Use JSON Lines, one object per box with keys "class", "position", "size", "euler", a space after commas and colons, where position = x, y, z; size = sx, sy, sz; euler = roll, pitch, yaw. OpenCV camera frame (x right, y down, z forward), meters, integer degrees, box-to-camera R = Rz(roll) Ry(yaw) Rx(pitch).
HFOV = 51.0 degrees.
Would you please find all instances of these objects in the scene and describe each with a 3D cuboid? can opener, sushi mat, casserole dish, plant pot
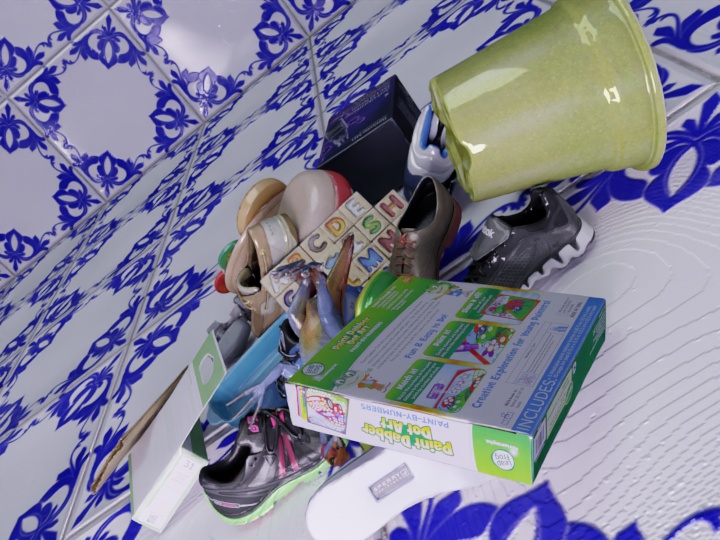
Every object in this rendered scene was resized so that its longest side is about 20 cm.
{"class": "can opener", "position": [-0.153, 0.059, 1.119], "size": [0.066, 0.054, 0.200], "euler": [30, 69, 30]}
{"class": "sushi mat", "position": [-0.286, 0.205, 0.997], "size": [0.096, 0.012, 0.200], "euler": [-54, 2, 23]}
{"class": "casserole dish", "position": [-0.108, 0.122, 0.940], "size": [0.200, 0.039, 0.121], "euler": [-47, 25, -15]}
{"class": "plant pot", "position": [0.173, -0.161, 0.756], "size": [0.182, 0.203, 0.201], "euler": [-22, 26, 3]}

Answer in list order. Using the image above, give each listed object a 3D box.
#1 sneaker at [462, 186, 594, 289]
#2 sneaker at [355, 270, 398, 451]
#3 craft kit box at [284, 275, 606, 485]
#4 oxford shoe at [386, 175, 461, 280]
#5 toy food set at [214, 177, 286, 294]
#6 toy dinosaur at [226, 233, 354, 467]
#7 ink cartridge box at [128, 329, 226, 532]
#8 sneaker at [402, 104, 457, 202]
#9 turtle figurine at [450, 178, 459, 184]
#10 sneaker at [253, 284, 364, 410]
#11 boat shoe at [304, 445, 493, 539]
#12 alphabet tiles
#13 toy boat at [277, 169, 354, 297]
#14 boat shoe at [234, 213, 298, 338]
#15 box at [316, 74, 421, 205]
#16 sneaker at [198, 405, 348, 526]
{"class": "sneaker", "position": [0.133, -0.006, 0.737], "size": [0.200, 0.091, 0.066], "euler": [-42, 25, -3]}
{"class": "sneaker", "position": [0.037, 0.089, 0.737], "size": [0.082, 0.074, 0.203], "euler": [-11, 52, 13]}
{"class": "craft kit box", "position": [0.074, 0.071, 0.600], "size": [0.195, 0.049, 0.200], "euler": [9, 29, 30]}
{"class": "oxford shoe", "position": [0.052, -0.011, 0.839], "size": [0.069, 0.075, 0.203], "euler": [5, 66, 31]}
{"class": "toy food set", "position": [-0.147, -0.047, 1.148], "size": [0.200, 0.048, 0.200], "euler": [-59, -14, 14]}
{"class": "toy dinosaur", "position": [-0.026, 0.081, 0.716], "size": [0.199, 0.184, 0.104], "euler": [-28, 14, -35]}
{"class": "ink cartridge box", "position": [-0.209, 0.188, 0.912], "size": [0.201, 0.048, 0.145], "euler": [-54, 24, 3]}
{"class": "sneaker", "position": [0.115, -0.185, 0.997], "size": [0.147, 0.079, 0.202], "euler": [104, -170, -61]}
{"class": "turtle figurine", "position": [0.179, -0.162, 0.932], "size": [0.151, 0.099, 0.202], "euler": [106, -178, -47]}
{"class": "sneaker", "position": [-0.067, 0.092, 0.820], "size": [0.201, 0.089, 0.079], "euler": [-56, 44, 9]}
{"class": "boat shoe", "position": [0.046, 0.158, 0.622], "size": [0.198, 0.072, 0.070], "euler": [-33, 0, 2]}
{"class": "alphabet tiles", "position": [0.000, 0.000, 0.899], "size": [0.200, 0.008, 0.167], "euler": [-43, 63, -5]}
{"class": "toy boat", "position": [-0.046, -0.045, 1.038], "size": [0.201, 0.128, 0.132], "euler": [117, 147, -50]}
{"class": "boat shoe", "position": [-0.133, 0.013, 0.995], "size": [0.065, 0.202, 0.074], "euler": [-11, 43, -28]}
{"class": "box", "position": [0.024, -0.204, 1.213], "size": [0.147, 0.105, 0.201], "euler": [-30, 26, 20]}
{"class": "sneaker", "position": [-0.080, 0.171, 0.759], "size": [0.200, 0.084, 0.077], "euler": [-42, 25, -3]}
